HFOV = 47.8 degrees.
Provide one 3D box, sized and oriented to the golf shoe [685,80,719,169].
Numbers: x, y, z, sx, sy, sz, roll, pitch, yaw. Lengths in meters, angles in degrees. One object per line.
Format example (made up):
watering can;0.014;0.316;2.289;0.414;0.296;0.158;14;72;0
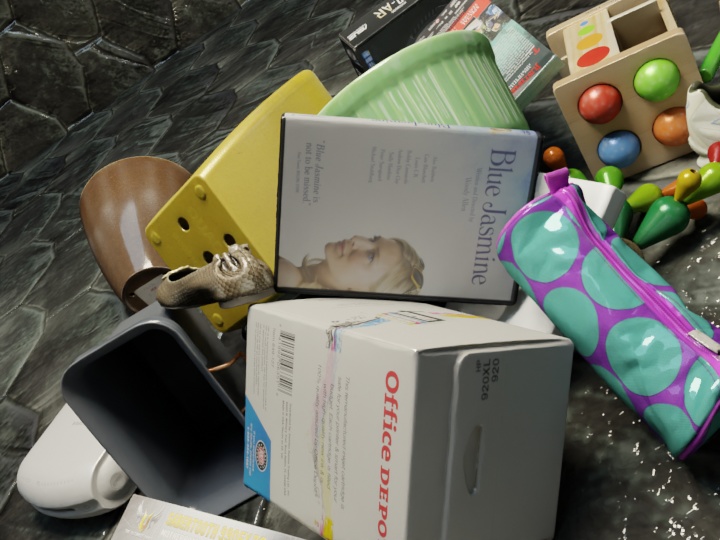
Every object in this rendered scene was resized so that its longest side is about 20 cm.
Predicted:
golf shoe;0.379;-0.152;0.692;0.199;0.097;0.078;-20;31;22

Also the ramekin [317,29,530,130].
ramekin;0.053;-0.109;0.724;0.200;0.098;0.200;-30;-10;-6

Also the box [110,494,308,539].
box;-0.053;0.215;0.544;0.200;0.158;0.048;-4;52;44

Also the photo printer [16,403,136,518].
photo printer;-0.292;0.188;0.927;0.166;0.070;0.200;-9;39;39

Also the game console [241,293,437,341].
game console;0.000;0.000;0.794;0.200;0.175;0.117;-34;52;49

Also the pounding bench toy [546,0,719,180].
pounding bench toy;0.304;-0.198;0.806;0.199;0.124;0.156;-22;32;24

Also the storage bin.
storage bin;-0.165;0.114;0.790;0.145;0.200;0.134;-30;20;9

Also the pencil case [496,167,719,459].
pencil case;0.183;0.027;0.565;0.085;0.093;0.200;-24;58;-25

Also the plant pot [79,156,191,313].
plant pot;-0.306;-0.033;1.182;0.187;0.187;0.200;-32;44;7

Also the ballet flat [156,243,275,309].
ballet flat;-0.129;0.005;0.693;0.067;0.047;0.200;-20;8;-27

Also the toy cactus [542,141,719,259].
toy cactus;0.224;-0.040;0.711;0.199;0.102;0.165;-10;47;24

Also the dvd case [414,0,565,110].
dvd case;0.112;-0.211;0.866;0.146;0.022;0.200;-47;40;16

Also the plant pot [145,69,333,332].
plant pot;-0.100;-0.051;0.848;0.200;0.200;0.176;-33;5;47

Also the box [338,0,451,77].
box;0.079;-0.275;1.076;0.160;0.200;0.044;-37;50;-3

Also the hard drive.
hard drive;0.132;0.015;0.692;0.132;0.026;0.201;23;89;56

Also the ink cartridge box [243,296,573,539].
ink cartridge box;0.026;0.105;0.586;0.144;0.148;0.200;-1;8;-37

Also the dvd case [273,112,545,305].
dvd case;0.034;-0.044;0.634;0.199;0.143;0.018;3;21;-4
